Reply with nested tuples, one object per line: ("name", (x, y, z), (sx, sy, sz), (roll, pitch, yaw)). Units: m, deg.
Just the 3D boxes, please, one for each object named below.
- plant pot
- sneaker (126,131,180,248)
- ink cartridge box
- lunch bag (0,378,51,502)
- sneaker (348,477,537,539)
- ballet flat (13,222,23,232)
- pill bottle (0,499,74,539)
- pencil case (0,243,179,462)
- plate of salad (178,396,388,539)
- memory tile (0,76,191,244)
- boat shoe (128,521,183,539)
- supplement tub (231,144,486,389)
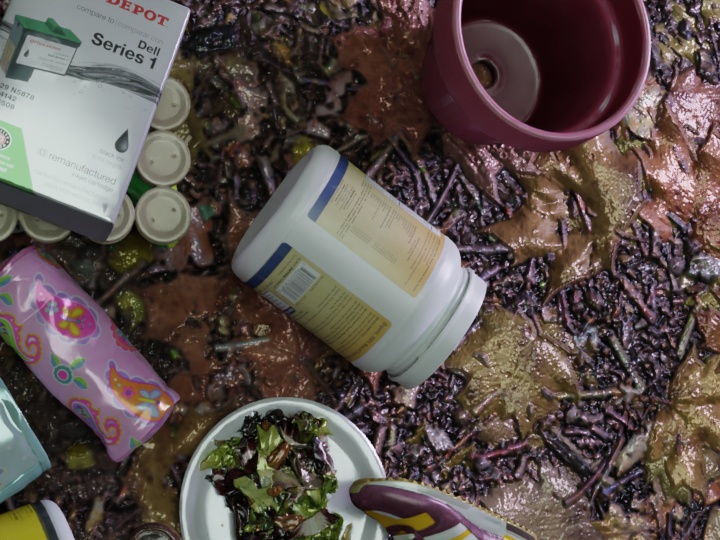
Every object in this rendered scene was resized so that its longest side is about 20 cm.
("plant pot", (0.146, -0.199, 1.500), (0.198, 0.179, 0.202), (3, 80, -17))
("sneaker", (-0.219, -0.106, 1.432), (0.083, 0.074, 0.201), (-27, 88, -6))
("ink cartridge box", (-0.242, -0.147, 1.328), (0.145, 0.084, 0.202), (20, 75, -11))
("lunch bag", (-0.368, 0.128, 1.301), (0.170, 0.122, 0.201), (-32, 75, -20))
("sneaker", (0.071, 0.251, 1.453), (0.199, 0.075, 0.091), (24, 73, -22))
("ballet flat", (-0.358, -0.077, 1.377), (0.199, 0.072, 0.073), (13, 78, -16))
("pill bottle", (-0.328, 0.271, 1.310), (0.198, 0.112, 0.113), (-19, 88, -20))
("pencil case", (-0.248, 0.070, 1.385), (0.200, 0.087, 0.087), (47, 71, -6))
("plate of salad", (-0.064, 0.214, 1.440), (0.198, 0.048, 0.202), (3, 81, -17))
("memory tile", (-0.243, -0.097, 1.371), (0.198, 0.017, 0.155), (0, 79, -15))
("boat shoe", (-0.171, 0.317, 1.373), (0.070, 0.070, 0.202), (-7, 81, 0))
("supplement tub", (0.000, 0.000, 1.441), (0.199, 0.144, 0.145), (37, 73, -10))
